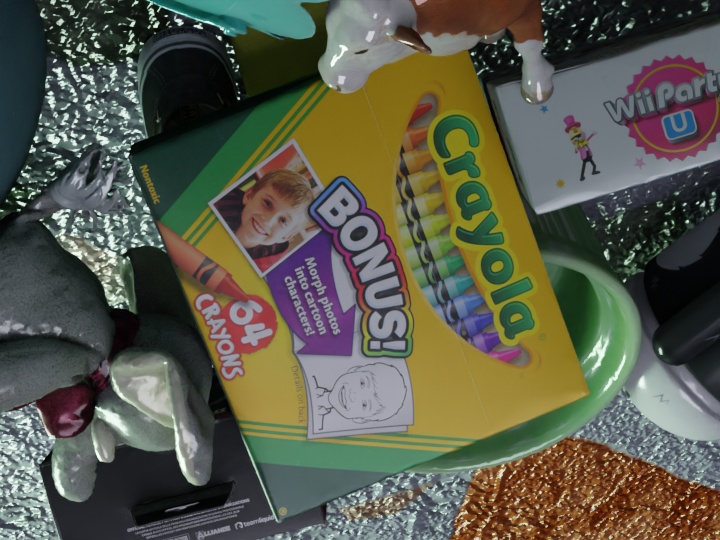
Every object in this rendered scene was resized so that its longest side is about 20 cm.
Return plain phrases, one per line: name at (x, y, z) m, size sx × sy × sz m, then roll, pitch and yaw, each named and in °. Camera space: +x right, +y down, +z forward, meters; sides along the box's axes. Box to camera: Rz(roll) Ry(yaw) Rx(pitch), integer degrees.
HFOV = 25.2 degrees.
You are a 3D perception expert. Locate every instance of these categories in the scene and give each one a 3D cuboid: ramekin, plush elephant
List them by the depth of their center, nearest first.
plush elephant at (-0.147, 0.049, 0.826) m, size 0.200 × 0.165 × 0.155 m, roll -39°, pitch 108°, yaw 16°
ramekin at (0.060, 0.024, 0.970) m, size 0.199 × 0.098 × 0.200 m, roll -7°, pitch 138°, yaw -6°

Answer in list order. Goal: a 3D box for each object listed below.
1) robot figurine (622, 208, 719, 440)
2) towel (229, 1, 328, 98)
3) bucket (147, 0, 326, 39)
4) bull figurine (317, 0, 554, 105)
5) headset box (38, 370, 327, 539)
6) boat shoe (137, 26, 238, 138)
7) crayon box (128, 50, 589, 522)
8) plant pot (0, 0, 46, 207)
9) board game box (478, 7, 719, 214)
robot figurine at (0.244, 0.018, 0.992) m, size 0.150 × 0.125 × 0.200 m, roll 33°, pitch 122°, yaw -32°
towel at (-0.002, -0.053, 0.850) m, size 0.086 × 0.018 × 0.201 m, roll -18°, pitch 100°, yaw 1°
bucket at (-0.066, -0.202, 0.623) m, size 0.134 × 0.208 × 0.207 m, roll 12°, pitch 133°, yaw -19°
bull figurine at (0.059, -0.143, 0.662) m, size 0.200 × 0.065 × 0.121 m, roll -59°, pitch 151°, yaw -7°
headset box at (-0.097, 0.112, 0.956) m, size 0.148 × 0.200 × 0.078 m, roll -15°, pitch 98°, yaw 1°
boat shoe at (-0.085, -0.043, 0.894) m, size 0.068 × 0.057 × 0.200 m, roll -12°, pitch 138°, yaw -1°
crayon box at (0.000, 0.000, 0.814) m, size 0.172 × 0.058 × 0.201 m, roll -22°, pitch 102°, yaw -3°
plant pot at (-0.251, -0.062, 0.776) m, size 0.199 × 0.135 × 0.200 m, roll -6°, pitch 138°, yaw -6°
board game box at (0.139, -0.087, 0.802) m, size 0.147 × 0.200 × 0.065 m, roll -17°, pitch 96°, yaw 4°
